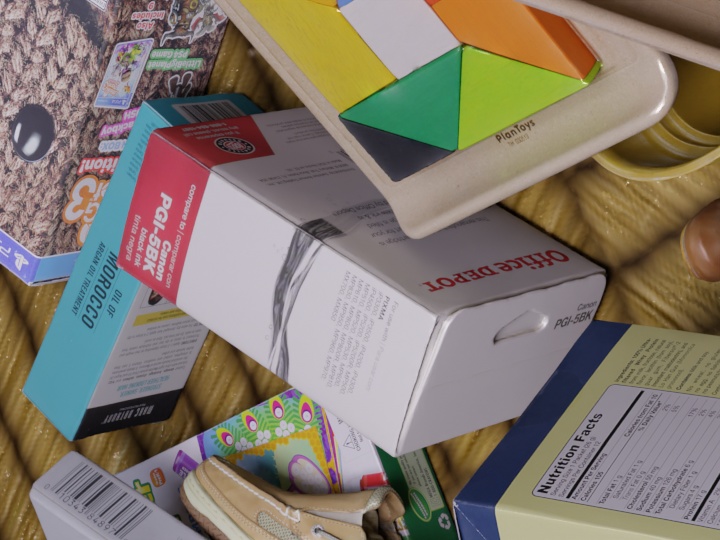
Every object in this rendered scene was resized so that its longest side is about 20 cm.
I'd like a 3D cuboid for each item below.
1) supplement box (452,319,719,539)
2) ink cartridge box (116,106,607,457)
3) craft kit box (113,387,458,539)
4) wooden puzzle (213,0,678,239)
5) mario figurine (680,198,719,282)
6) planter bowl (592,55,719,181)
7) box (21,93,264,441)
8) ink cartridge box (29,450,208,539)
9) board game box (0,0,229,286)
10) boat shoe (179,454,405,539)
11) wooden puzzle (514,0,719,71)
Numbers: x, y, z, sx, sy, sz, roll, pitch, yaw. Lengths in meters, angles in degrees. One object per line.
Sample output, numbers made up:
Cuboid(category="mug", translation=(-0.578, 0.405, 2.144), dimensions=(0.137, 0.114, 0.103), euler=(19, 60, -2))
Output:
Cuboid(category="supplement box", translation=(0.170, 0.147, 1.018), dimensions=(0.199, 0.134, 0.201), euler=(8, 127, 32))
Cuboid(category="ink cartridge box", translation=(0.000, 0.000, 1.238), dimensions=(0.200, 0.147, 0.083), euler=(33, 117, 31))
Cuboid(category="craft kit box", translation=(-0.030, 0.171, 1.359), dimensions=(0.197, 0.048, 0.201), euler=(-29, 79, 41))
Cuboid(category="wooden puzzle", translation=(0.019, -0.117, 1.094), dimensions=(0.185, 0.037, 0.200), euler=(-26, 107, 45))
Cuboid(category="mario figurine", translation=(0.234, -0.016, 1.069), dimensions=(0.200, 0.123, 0.106), euler=(-25, 65, 43))
Cuboid(category="planter bowl", translation=(0.179, -0.127, 1.094), dimensions=(0.200, 0.083, 0.201), euler=(-33, 49, 49))
Cuboid(category="box", translation=(-0.114, -0.002, 1.373), dimensions=(0.049, 0.082, 0.200), euler=(41, 120, 28))
Cuboid(category="ink cartridge box", translation=(-0.080, 0.212, 1.325), dimensions=(0.199, 0.041, 0.200), euler=(29, 148, 31))
Cuboid(category="board game box", translation=(-0.177, -0.120, 1.394), dimensions=(0.159, 0.097, 0.201), euler=(34, 117, 30))
Cuboid(category="boat shoe", translation=(-0.004, 0.143, 1.273), dimensions=(0.200, 0.072, 0.076), euler=(33, 99, 25))
Cuboid(category="wooden puzzle", translation=(0.083, -0.190, 1.017), dimensions=(0.046, 0.185, 0.201), euler=(-24, 56, 55))
